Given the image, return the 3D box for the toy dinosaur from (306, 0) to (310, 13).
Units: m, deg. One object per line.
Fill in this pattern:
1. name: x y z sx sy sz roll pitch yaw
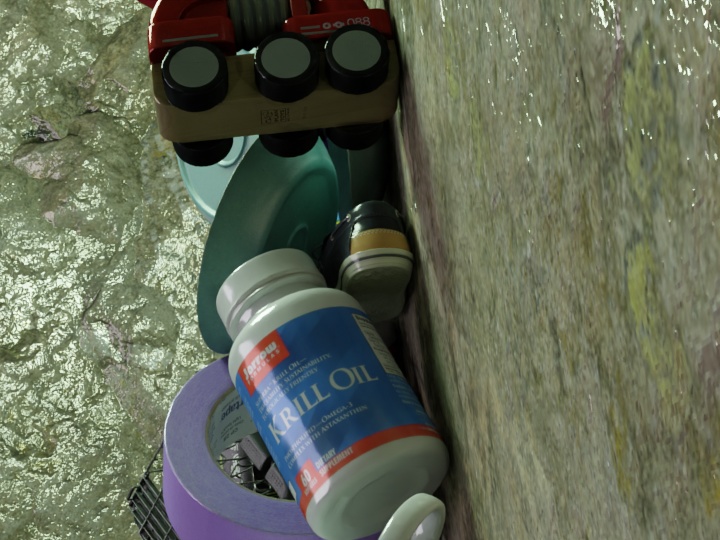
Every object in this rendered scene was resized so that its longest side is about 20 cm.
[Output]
1. toy dinosaur: -0.057 -0.188 1.616 0.136 0.086 0.201 125 132 -65

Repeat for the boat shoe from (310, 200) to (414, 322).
1. boat shoe: 0.000 0.000 1.259 0.200 0.074 0.062 116 148 -69

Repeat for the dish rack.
1. dish rack: -0.122 0.193 1.387 0.153 0.054 0.200 49 126 27

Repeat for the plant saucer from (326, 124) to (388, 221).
1. plant saucer: -0.004 -0.120 1.315 0.201 0.039 0.202 173 90 -84

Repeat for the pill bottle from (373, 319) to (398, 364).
1. pill bottle: -0.017 0.140 1.398 0.112 0.112 0.201 -116 20 -75

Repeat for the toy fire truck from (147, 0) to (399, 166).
1. toy fire truck: -0.069 -0.199 1.170 0.129 0.175 0.201 91 171 -61

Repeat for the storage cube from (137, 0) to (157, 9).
1. storage cube: -0.155 -0.335 1.599 0.171 0.179 0.200 -62 6 0

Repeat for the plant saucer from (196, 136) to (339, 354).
1. plant saucer: -0.065 -0.022 1.279 0.200 0.036 0.200 -55 -24 -39

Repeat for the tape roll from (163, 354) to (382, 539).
1. tape roll: -0.052 0.148 1.238 0.200 0.199 0.066 -103 14 -49

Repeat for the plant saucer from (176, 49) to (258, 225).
1. plant saucer: -0.110 -0.123 1.401 0.200 0.027 0.201 9 101 51

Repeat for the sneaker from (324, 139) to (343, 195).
1. sneaker: -0.063 -0.105 1.486 0.200 0.099 0.070 -89 22 -70

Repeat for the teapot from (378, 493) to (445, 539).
1. teapot: 0.012 0.261 1.069 0.198 0.200 0.146 53 -135 -14

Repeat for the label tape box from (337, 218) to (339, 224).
1. label tape box: -0.060 -0.006 1.512 0.200 0.144 0.064 -126 27 -81

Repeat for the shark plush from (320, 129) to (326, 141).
1. shark plush: -0.036 -0.180 1.476 0.200 0.091 0.084 -27 -42 -63

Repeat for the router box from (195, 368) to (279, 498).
1. router box: -0.057 0.155 1.498 0.062 0.200 0.150 -9 86 40

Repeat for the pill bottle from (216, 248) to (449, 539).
1. pill bottle: -0.028 0.084 1.158 0.200 0.112 0.112 57 162 31
